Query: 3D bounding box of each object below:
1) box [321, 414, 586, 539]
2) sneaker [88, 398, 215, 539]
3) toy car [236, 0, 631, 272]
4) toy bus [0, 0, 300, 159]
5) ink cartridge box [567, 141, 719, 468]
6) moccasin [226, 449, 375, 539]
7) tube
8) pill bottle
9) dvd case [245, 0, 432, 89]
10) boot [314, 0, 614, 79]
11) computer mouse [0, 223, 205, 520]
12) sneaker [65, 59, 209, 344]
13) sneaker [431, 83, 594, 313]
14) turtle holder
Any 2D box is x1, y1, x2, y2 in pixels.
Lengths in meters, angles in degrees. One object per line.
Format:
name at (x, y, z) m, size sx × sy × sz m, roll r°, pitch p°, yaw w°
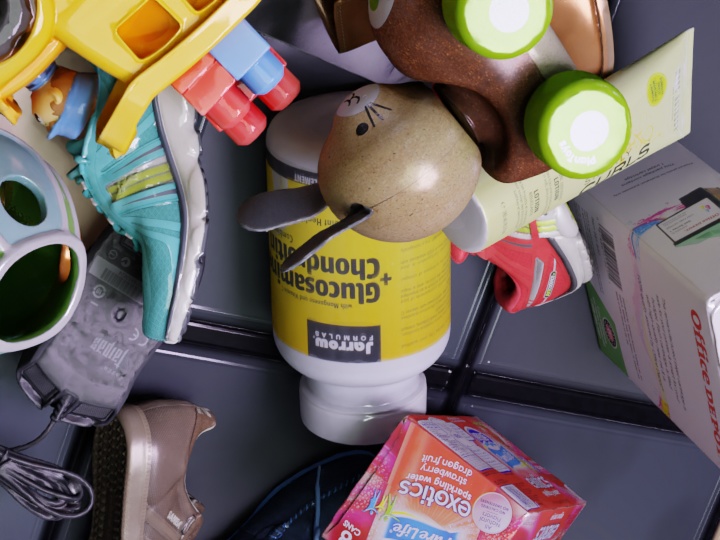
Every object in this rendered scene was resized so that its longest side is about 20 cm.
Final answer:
box at (0.063, 0.157, 1.485) m, size 0.096 × 0.099 × 0.200 m, roll -54°, pitch 166°, yaw 6°
sneaker at (-0.132, 0.175, 1.487) m, size 0.075 × 0.070 × 0.201 m, roll -7°, pitch 121°, yaw -33°
toy car at (0.018, -0.080, 1.277) m, size 0.200 × 0.164 × 0.158 m, roll -38°, pitch 113°, yaw -2°
toy bus at (-0.132, -0.130, 1.274) m, size 0.200 × 0.136 × 0.192 m, roll -42°, pitch 104°, yaw 1°
ink cartridge box at (0.218, 0.022, 1.493) m, size 0.083 × 0.200 × 0.146 m, roll -23°, pitch 121°, yaw -12°
moccasin at (-0.052, 0.202, 1.535) m, size 0.200 × 0.068 × 0.081 m, roll -41°, pitch 123°, yaw -4°
tube at (0.130, -0.075, 1.398) m, size 0.199 × 0.058 × 0.052 m, roll -29°, pitch 85°, yaw -31°
pill bottle at (0.000, 0.000, 1.437) m, size 0.111 × 0.112 × 0.202 m, roll -11°, pitch 117°, yaw -19°
dvd case at (0.018, -0.190, 1.412) m, size 0.199 × 0.016 × 0.150 m, roll 20°, pitch 104°, yaw -31°
boot at (0.055, -0.165, 1.383) m, size 0.155 × 0.077 × 0.201 m, roll -33°, pitch 121°, yaw -9°
computer mouse at (-0.189, 0.037, 1.406) m, size 0.140 × 0.046 × 0.201 m, roll 26°, pitch 91°, yaw -22°
sneaker at (-0.130, -0.056, 1.359) m, size 0.079 × 0.077 × 0.202 m, roll -7°, pitch 89°, yaw -9°
sneaker at (0.083, -0.043, 1.472) m, size 0.084 × 0.077 × 0.201 m, roll -29°, pitch 129°, yaw 2°
turtle holder at (-0.233, -0.016, 1.282) m, size 0.185 × 0.131 × 0.142 m, roll 21°, pitch 96°, yaw -59°
